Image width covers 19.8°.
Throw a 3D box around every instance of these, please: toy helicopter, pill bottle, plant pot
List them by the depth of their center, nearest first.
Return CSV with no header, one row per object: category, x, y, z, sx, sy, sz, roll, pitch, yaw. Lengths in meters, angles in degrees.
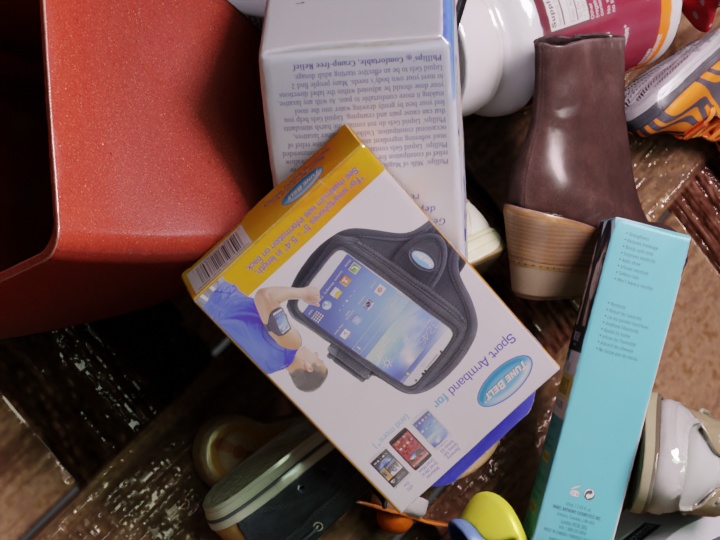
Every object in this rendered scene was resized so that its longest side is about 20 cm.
plant pot,-0.155,-0.067,1.131,0.175,0.199,0.202,9,68,-41
toy helicopter,-0.005,0.104,1.242,0.198,0.079,0.134,-10,95,-22
pill bottle,0.111,-0.168,1.377,0.199,0.114,0.115,-21,86,-36

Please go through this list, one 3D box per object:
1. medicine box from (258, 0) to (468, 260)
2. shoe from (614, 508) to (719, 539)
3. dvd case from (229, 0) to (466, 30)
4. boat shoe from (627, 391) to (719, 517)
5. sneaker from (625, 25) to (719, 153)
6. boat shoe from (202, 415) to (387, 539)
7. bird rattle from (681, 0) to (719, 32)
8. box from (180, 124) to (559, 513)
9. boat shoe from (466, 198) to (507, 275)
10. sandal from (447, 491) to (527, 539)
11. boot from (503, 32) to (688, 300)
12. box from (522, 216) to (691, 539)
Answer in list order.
medicine box,0.006,-0.086,1.164,0.102,0.201,0.183,-3,36,4
shoe,0.199,0.205,1.338,0.199,0.071,0.092,-22,109,-48
dvd case,-0.024,-0.207,1.297,0.198,0.018,0.144,13,62,8
boat shoe,0.207,0.117,1.295,0.068,0.200,0.076,12,95,10
sneaker,0.257,-0.108,1.458,0.200,0.077,0.113,-33,95,-50
boat shoe,0.005,0.100,1.175,0.199,0.075,0.062,-36,101,-5
bird rattle,0.234,-0.280,1.467,0.112,0.164,0.201,18,44,-10
box,0.014,0.036,1.088,0.119,0.042,0.200,-42,113,3
boat shoe,0.000,0.000,1.280,0.199,0.074,0.067,-21,74,-38
sandal,0.083,0.241,1.249,0.086,0.079,0.202,-23,87,-14
boot,0.166,-0.069,1.349,0.199,0.072,0.168,-6,106,-53
box,0.148,0.071,1.256,0.049,0.082,0.202,14,90,1
